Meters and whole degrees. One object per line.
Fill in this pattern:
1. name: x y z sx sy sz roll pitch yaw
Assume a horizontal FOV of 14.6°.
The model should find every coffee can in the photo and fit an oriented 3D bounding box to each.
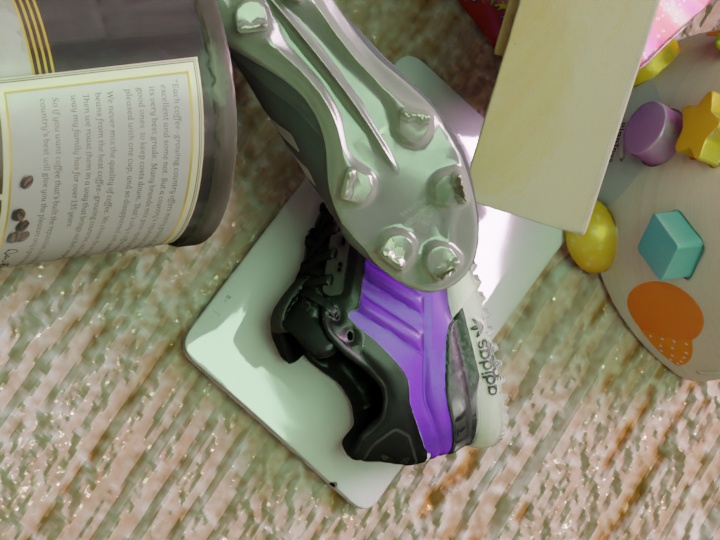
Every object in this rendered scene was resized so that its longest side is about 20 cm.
1. coffee can: -0.174 -0.071 1.258 0.199 0.146 0.147 -9 88 -25

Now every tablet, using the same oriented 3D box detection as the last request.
1. tablet: 0.013 0.005 1.409 0.130 0.014 0.200 43 70 -15

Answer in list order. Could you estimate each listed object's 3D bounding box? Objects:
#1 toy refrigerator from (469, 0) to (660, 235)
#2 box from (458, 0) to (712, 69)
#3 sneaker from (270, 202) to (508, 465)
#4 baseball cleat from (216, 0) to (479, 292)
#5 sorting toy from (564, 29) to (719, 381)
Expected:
1. toy refrigerator: 0.104 -0.127 1.326 0.070 0.076 0.201 17 111 2
2. box: 0.084 -0.193 1.415 0.095 0.100 0.200 -42 102 -23
3. sneaker: 0.000 0.000 1.359 0.099 0.070 0.201 -15 88 -18
4. baseball cleat: -0.012 -0.081 1.317 0.070 0.106 0.200 -33 100 -4
5. sorting toy: 0.204 -0.059 1.408 0.107 0.180 0.201 24 74 -23
